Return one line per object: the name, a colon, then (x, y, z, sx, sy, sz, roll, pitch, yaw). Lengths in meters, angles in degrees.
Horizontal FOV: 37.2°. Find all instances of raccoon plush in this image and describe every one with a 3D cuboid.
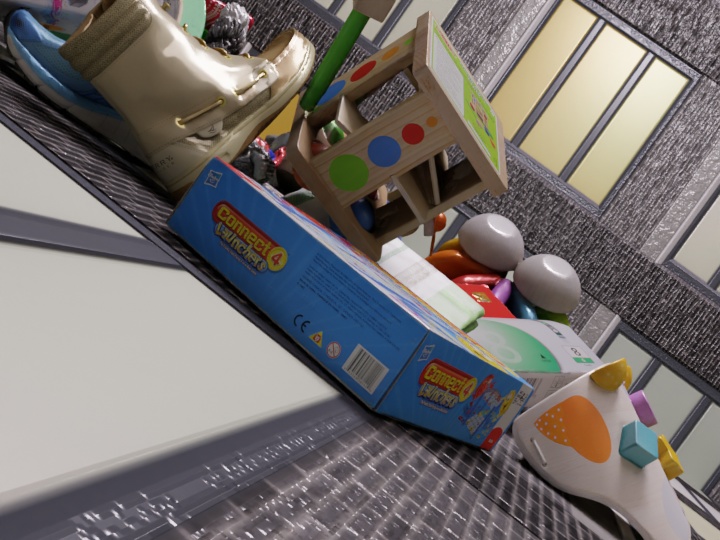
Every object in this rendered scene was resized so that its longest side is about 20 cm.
raccoon plush: (-0.111, -0.151, 0.981, 0.133, 0.202, 0.097, 23, -12, 9)

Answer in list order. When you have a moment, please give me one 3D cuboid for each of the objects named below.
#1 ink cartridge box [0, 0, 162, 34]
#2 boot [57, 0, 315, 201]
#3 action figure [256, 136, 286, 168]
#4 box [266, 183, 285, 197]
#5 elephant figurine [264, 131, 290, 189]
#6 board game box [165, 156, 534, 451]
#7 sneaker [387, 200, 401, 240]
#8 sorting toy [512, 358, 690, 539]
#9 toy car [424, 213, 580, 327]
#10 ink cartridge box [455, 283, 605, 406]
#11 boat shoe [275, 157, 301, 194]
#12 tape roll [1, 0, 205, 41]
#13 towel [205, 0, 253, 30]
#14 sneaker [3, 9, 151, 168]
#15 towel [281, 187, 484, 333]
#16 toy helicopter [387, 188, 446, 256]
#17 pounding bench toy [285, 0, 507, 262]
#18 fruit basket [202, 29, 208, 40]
ink cartridge box: (-0.278, -0.246, 0.900, 0.198, 0.069, 0.115, 4, 2, -34)
boot: (-0.131, -0.172, 0.845, 0.072, 0.201, 0.156, -16, -60, 49)
action figure: (-0.118, -0.139, 1.217, 0.065, 0.052, 0.200, 39, 5, -6)
box: (-0.107, -0.073, 1.126, 0.136, 0.038, 0.200, 37, 3, -1)
elephant figurine: (-0.050, -0.094, 1.486, 0.141, 0.156, 0.200, -20, -56, 40)
board game box: (-0.001, 0.027, 0.709, 0.199, 0.056, 0.195, 39, 4, 30)
sneaker: (0.000, 0.000, 1.030, 0.069, 0.078, 0.201, 25, 28, -8)
sorting toy: (0.227, 0.177, 0.891, 0.181, 0.106, 0.200, 57, 9, 15)
toy car: (0.146, 0.047, 1.250, 0.199, 0.176, 0.149, 38, 34, 20)
ink cartridge box: (0.127, 0.053, 1.046, 0.159, 0.050, 0.201, 4, 34, -35)
boat shoe: (-0.056, -0.096, 1.263, 0.072, 0.068, 0.200, 34, -17, 4)
tape roll: (-0.250, -0.266, 1.042, 0.199, 0.202, 0.048, 35, -34, -16)
towel: (-0.234, -0.295, 1.206, 0.198, 0.023, 0.144, 18, -16, -31)
sneaker: (-0.200, -0.158, 0.887, 0.199, 0.090, 0.078, 33, 4, -21)
towel: (-0.001, 0.004, 0.917, 0.199, 0.031, 0.149, 40, 32, 16)
toy helicopter: (0.049, -0.066, 1.158, 0.131, 0.080, 0.200, 16, -18, -20)
pounding bench toy: (0.005, -0.134, 0.890, 0.201, 0.155, 0.125, 52, 23, -25)
fruit basket: (-0.215, -0.211, 1.152, 0.213, 0.157, 0.216, 22, -8, 3)
